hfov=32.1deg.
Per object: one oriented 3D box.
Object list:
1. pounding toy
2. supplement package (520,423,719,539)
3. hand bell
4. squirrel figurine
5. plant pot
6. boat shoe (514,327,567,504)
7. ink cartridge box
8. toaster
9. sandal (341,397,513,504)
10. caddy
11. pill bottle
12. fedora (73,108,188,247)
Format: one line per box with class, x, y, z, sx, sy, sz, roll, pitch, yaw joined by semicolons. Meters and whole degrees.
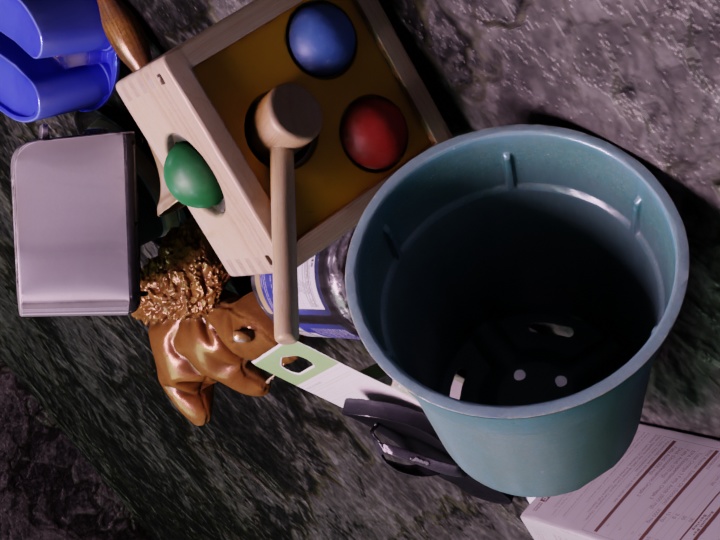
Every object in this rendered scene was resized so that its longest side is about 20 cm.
pounding toy;-0.048;-0.081;0.823;0.184;0.200;0.142;60;155;-13
supplement package;0.238;0.198;0.901;0.200;0.117;0.117;6;133;58
hand bell;-0.185;-0.160;1.128;0.200;0.104;0.104;61;156;-3
squirrel figurine;-0.151;0.047;1.316;0.200;0.142;0.187;50;150;-13
plant pot;0.108;0.043;0.811;0.200;0.200;0.196;34;162;28
boat shoe;0.139;0.122;1.025;0.065;0.074;0.200;26;139;50
ink cartridge box;0.012;0.102;1.146;0.200;0.048;0.146;30;159;-10
toaster;-0.274;-0.041;1.212;0.181;0.118;0.200;-158;66;-73
sandal;0.065;0.171;1.130;0.200;0.043;0.076;35;157;-27
caddy;-0.310;-0.228;1.191;0.200;0.105;0.142;35;132;27
pill bottle;0.000;0.000;1.003;0.112;0.112;0.200;55;155;-17
fedora;-0.275;-0.079;1.373;0.201;0.092;0.201;37;155;21
